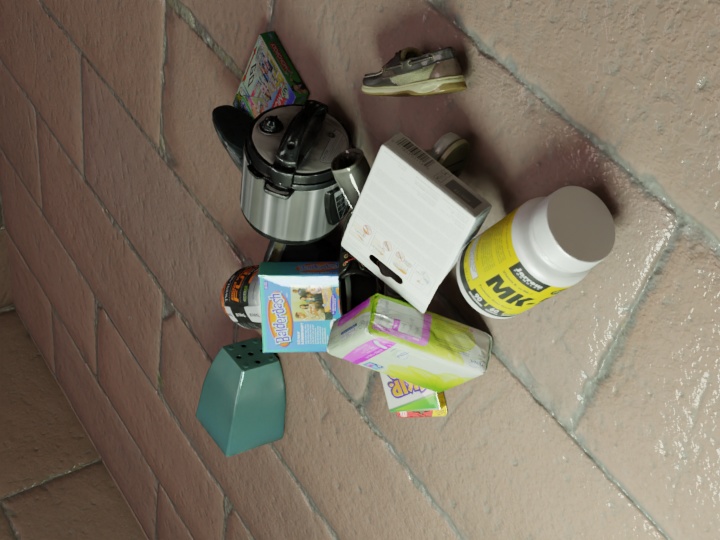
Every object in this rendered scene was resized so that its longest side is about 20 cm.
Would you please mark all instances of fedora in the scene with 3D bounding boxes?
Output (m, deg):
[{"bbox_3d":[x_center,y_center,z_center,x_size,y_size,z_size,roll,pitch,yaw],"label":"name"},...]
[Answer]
[{"bbox_3d":[-0.094,-0.013,1.753,0.091,0.201,0.201,21,133,11],"label":"fedora"}]

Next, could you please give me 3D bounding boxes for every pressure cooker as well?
[{"bbox_3d":[-0.100,-0.160,1.614,0.176,0.178,0.200,59,153,34],"label":"pressure cooker"}]

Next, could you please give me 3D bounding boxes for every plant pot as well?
[{"bbox_3d":[-0.241,0.250,2.150,0.141,0.141,0.201,42,134,39],"label":"plant pot"}]

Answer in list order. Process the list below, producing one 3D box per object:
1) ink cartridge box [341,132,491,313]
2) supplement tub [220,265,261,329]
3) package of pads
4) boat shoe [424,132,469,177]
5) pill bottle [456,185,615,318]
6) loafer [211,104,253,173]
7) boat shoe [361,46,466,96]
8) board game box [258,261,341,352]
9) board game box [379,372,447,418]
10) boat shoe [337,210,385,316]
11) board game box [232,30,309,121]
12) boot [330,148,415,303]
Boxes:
[{"bbox_3d":[0.070,-0.060,1.390,0.160,0.047,0.200,40,138,15],"label":"ink cartridge box"},{"bbox_3d":[-0.179,0.050,1.934,0.200,0.122,0.123,-4,104,59],"label":"supplement tub"},{"bbox_3d":[0.072,0.107,1.494,0.154,0.199,0.068,-35,38,60],"label":"package of pads"},{"bbox_3d":[0.087,-0.130,1.432,0.068,0.075,0.200,53,148,17],"label":"boat shoe"},{"bbox_3d":[0.210,-0.021,1.253,0.115,0.114,0.200,65,151,8],"label":"pill bottle"},{"bbox_3d":[-0.203,-0.206,1.817,0.200,0.073,0.072,56,153,24],"label":"loafer"},{"bbox_3d":[0.071,-0.266,1.390,0.200,0.073,0.065,10,105,53],"label":"boat shoe"},{"bbox_3d":[-0.062,0.060,1.682,0.045,0.199,0.153,-93,3,-59],"label":"board game box"},{"bbox_3d":[0.071,0.142,1.636,0.095,0.030,0.201,-8,105,32],"label":"board game box"},{"bbox_3d":[0.003,0.000,1.593,0.073,0.063,0.202,-3,85,16],"label":"boat shoe"},{"bbox_3d":[-0.157,-0.295,1.784,0.135,0.029,0.200,61,149,17],"label":"board game box"},{"bbox_3d":[0.029,-0.067,1.484,0.182,0.072,0.201,-132,21,-64],"label":"boot"}]
